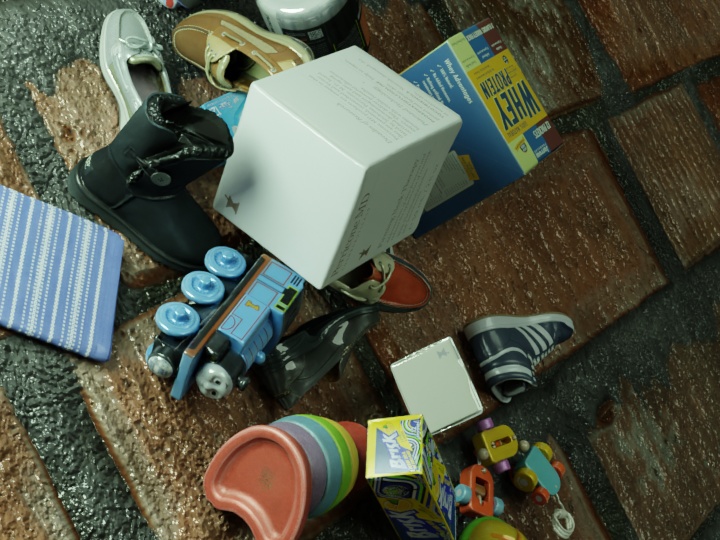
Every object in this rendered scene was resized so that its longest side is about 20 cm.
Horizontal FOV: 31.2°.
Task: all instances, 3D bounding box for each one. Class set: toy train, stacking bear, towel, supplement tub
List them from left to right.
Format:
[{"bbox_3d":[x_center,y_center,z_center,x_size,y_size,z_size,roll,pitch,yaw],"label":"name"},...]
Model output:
[{"bbox_3d":[-0.320,-0.003,1.253,0.199,0.024,0.147,25,53,-36],"label":"towel"},{"bbox_3d":[-0.140,0.055,1.340,0.113,0.087,0.201,27,40,6],"label":"toy train"},{"bbox_3d":[-0.050,0.206,1.354,0.121,0.115,0.199,35,17,24],"label":"stacking bear"},{"bbox_3d":[-0.055,-0.312,1.604,0.200,0.121,0.124,65,15,-64],"label":"supplement tub"},{"bbox_3d":[0.181,0.272,1.624,0.198,0.055,0.152,23,53,-35],"label":"toy train"}]

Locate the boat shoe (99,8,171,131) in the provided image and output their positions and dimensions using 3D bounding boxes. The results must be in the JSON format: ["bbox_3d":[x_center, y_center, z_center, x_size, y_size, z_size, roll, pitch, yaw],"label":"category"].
[{"bbox_3d":[-0.238,-0.205,1.432,0.074,0.064,0.205,10,60,-45],"label":"boat shoe"}]

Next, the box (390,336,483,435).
[{"bbox_3d":[0.092,0.138,1.501,0.200,0.077,0.096,50,16,-81],"label":"box"}]

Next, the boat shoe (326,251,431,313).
[{"bbox_3d":[0.000,0.000,1.529,0.198,0.062,0.072,23,85,-15],"label":"boat shoe"}]

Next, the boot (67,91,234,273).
[{"bbox_3d":[-0.183,-0.088,1.338,0.199,0.167,0.077,34,45,-31],"label":"boot"}]

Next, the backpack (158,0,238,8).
[{"bbox_3d":[-0.200,-0.422,1.543,0.201,0.153,0.191,54,46,-18],"label":"backpack"}]

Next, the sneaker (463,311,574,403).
[{"bbox_3d":[0.229,0.118,1.755,0.198,0.070,0.110,1,61,-41],"label":"sneaker"}]

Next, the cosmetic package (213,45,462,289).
[{"bbox_3d":[-0.025,-0.118,1.420,0.166,0.169,0.199,36,37,18],"label":"cosmetic package"}]

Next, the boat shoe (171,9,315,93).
[{"bbox_3d":[-0.144,-0.245,1.477,0.074,0.198,0.076,-41,138,-39],"label":"boat shoe"}]

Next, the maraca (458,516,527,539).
[{"bbox_3d":[0.161,0.385,1.485,0.136,0.106,0.203,4,70,-41],"label":"maraca"}]

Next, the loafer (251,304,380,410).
[{"bbox_3d":[-0.044,0.093,1.471,0.199,0.072,0.073,-26,95,-43],"label":"loafer"}]

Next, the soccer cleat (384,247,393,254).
[{"bbox_3d":[-0.007,-0.053,1.606,0.202,0.068,0.085,60,29,-6],"label":"soccer cleat"}]

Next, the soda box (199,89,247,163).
[{"bbox_3d":[-0.133,-0.181,1.534,0.065,0.067,0.200,57,38,-3],"label":"soda box"}]

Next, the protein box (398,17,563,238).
[{"bbox_3d":[0.123,-0.188,1.722,0.200,0.199,0.135,58,38,-3],"label":"protein box"}]

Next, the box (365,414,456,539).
[{"bbox_3d":[0.058,0.236,1.417,0.201,0.063,0.071,66,22,-54],"label":"box"}]
